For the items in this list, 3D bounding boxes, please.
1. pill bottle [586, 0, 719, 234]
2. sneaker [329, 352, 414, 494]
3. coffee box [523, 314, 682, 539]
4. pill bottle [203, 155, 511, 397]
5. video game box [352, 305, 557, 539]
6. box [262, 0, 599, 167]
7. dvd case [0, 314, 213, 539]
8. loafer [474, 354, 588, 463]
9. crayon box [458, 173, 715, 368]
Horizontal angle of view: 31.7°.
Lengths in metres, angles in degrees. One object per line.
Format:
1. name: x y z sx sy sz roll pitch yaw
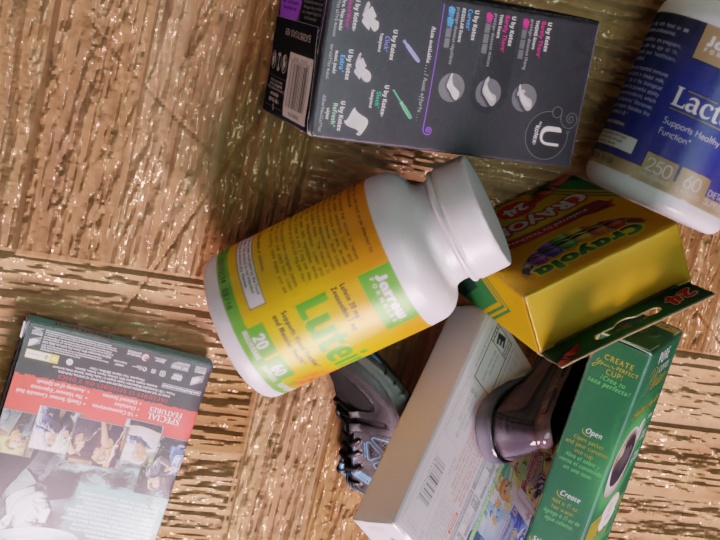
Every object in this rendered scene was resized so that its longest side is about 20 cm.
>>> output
1. pill bottle: 0.263 -0.140 0.970 0.115 0.116 0.202 20 98 -24
2. sneaker: 0.012 0.131 0.986 0.082 0.073 0.201 -34 113 -4
3. coffee box: 0.176 0.135 0.936 0.123 0.044 0.202 -14 123 -63
4. pill bottle: 0.000 0.000 0.887 0.198 0.111 0.112 -25 114 12
5. video game box: 0.091 0.160 0.971 0.183 0.046 0.201 53 50 -31
6. box: 0.046 -0.143 0.887 0.198 0.122 0.107 5 104 -20
7. dvd case: -0.206 0.143 0.940 0.145 0.022 0.202 15 99 -23
8. loafer: 0.163 0.093 0.980 0.199 0.063 0.073 -32 110 -48
9. crayon box: 0.150 -0.006 0.923 0.126 0.200 0.051 -24 113 -11
